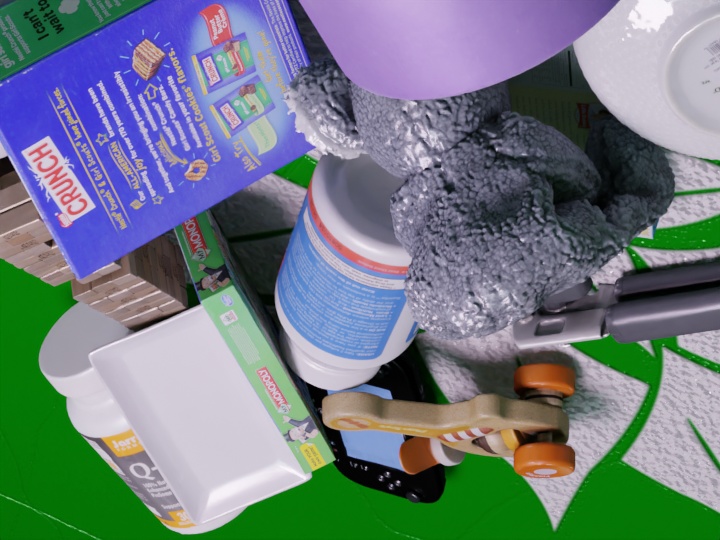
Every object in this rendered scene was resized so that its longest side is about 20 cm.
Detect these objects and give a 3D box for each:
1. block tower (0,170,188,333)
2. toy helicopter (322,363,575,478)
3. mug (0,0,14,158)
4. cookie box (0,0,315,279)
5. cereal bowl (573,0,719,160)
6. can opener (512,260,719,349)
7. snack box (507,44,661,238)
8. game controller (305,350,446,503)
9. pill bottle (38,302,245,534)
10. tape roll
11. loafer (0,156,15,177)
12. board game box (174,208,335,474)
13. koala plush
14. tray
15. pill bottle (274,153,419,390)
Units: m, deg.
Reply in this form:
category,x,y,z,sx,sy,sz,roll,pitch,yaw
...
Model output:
category,x,y,z,sx,sy,sz,roll,pitch,yaw
block tower,-0.196,-0.016,1.436,0.058,0.054,0.200,-20,152,20
toy helicopter,0.062,0.117,1.516,0.199,0.079,0.132,8,160,-20
mug,-0.299,-0.159,1.324,0.199,0.148,0.176,-5,142,8
cookie box,-0.136,-0.117,1.272,0.199,0.075,0.172,-29,135,-9
cereal bowl,0.217,-0.136,1.130,0.199,0.084,0.201,3,136,3
can opener,0.188,0.020,1.392,0.199,0.053,0.067,-6,134,31
snack box,0.134,-0.106,1.278,0.116,0.037,0.201,9,140,17
game controller,0.009,0.118,1.608,0.104,0.042,0.201,6,139,20
pill bottle,-0.169,0.116,1.631,0.116,0.117,0.200,-9,134,34
tape roll,0.055,-0.192,1.077,0.199,0.201,0.085,-6,134,31
loafer,-0.316,-0.100,1.419,0.199,0.071,0.073,32,106,-19
board game box,-0.083,0.043,1.494,0.029,0.135,0.200,-26,131,1
koala plush,0.062,-0.074,1.202,0.177,0.184,0.201,-28,95,27
tray,-0.123,0.110,1.551,0.107,0.022,0.201,-22,126,7
pill bottle,0.000,0.000,1.411,0.112,0.113,0.200,22,142,-1
